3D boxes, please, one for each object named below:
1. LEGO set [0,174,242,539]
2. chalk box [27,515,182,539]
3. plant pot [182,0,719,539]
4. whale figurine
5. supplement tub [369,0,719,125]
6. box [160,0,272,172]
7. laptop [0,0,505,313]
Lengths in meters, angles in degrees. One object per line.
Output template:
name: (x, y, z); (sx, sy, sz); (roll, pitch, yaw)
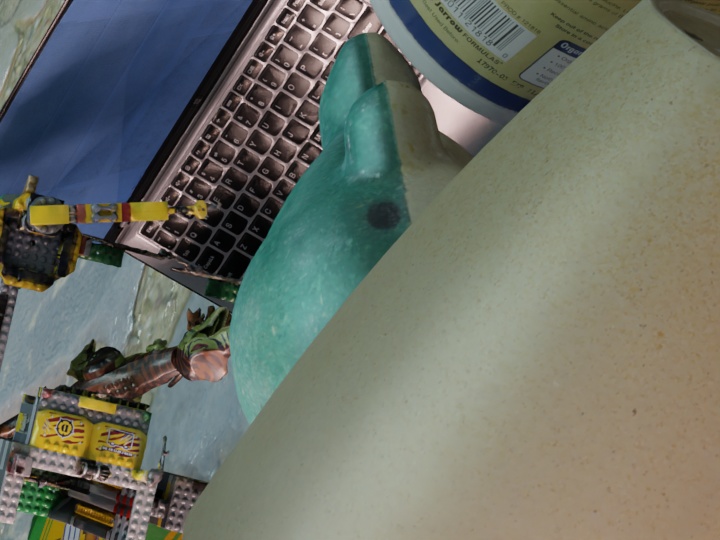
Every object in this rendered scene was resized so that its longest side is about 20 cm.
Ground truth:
LEGO set: (-0.068, 0.048, 0.920); (0.116, 0.199, 0.154); (2, 70, 68)
chalk box: (-0.083, 0.205, 1.022); (0.124, 0.124, 0.201); (-26, 51, 57)
plant pot: (0.076, 0.032, 0.687); (0.201, 0.187, 0.187); (-62, 26, 16)
whale figurine: (0.000, 0.000, 0.867); (0.200, 0.103, 0.160); (-103, 5, -47)
supplement tub: (0.101, -0.153, 0.867); (0.200, 0.144, 0.145); (-37, 41, 51)
box: (-0.030, -0.176, 1.109); (0.200, 0.130, 0.200); (-104, 23, -50)
laptop: (-0.053, -0.035, 1.007); (0.187, 0.199, 0.116); (-53, 11, 34)
